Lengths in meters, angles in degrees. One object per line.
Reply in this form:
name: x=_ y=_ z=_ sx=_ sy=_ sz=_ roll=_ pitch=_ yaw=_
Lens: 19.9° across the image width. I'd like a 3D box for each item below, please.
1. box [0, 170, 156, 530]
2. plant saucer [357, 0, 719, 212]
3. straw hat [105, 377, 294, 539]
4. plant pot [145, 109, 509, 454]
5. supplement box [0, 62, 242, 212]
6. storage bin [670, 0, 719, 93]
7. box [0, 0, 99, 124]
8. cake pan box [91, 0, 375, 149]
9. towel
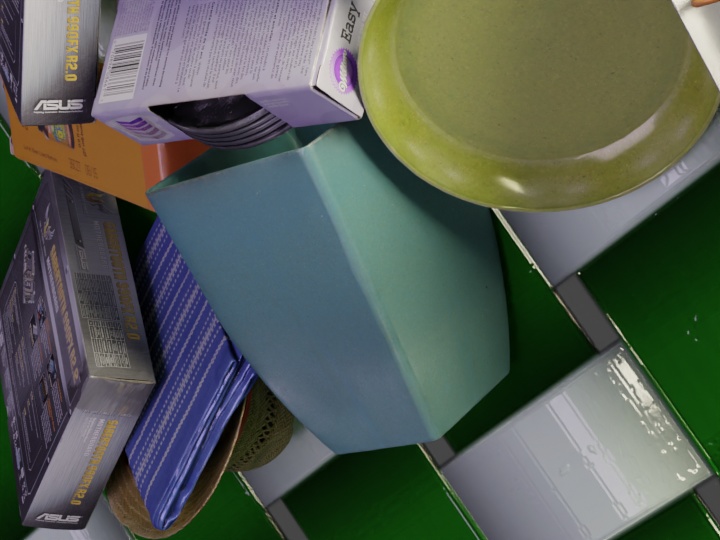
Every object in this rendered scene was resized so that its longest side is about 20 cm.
box: x=-0.203 y=0.052 z=1.419 sx=0.159 sy=0.048 sz=0.201 roll=-61 pitch=34 yaw=38
plant saucer: x=0.098 y=-0.117 z=1.110 sx=0.198 sy=0.031 sz=0.201 roll=2 pitch=133 yaw=2
straw hat: x=-0.091 y=0.095 z=1.380 sx=0.201 sy=0.085 sz=0.202 roll=-33 pitch=49 yaw=47
plant pot: x=0.000 y=0.000 z=1.239 sx=0.141 sy=0.141 sz=0.201 roll=-13 pitch=108 yaw=43
supplement box: x=-0.159 y=-0.093 z=1.346 sx=0.199 sy=0.069 sz=0.067 roll=20 pitch=122 yaw=46
storage bin: x=0.231 y=-0.141 z=0.962 sx=0.134 sy=0.145 sz=0.201 roll=-29 pitch=88 yaw=34
box: x=-0.207 y=-0.205 z=1.297 sx=0.200 sy=0.048 sz=0.159 roll=-124 pitch=36 yaw=-55
cake pan box: x=-0.061 y=-0.171 z=1.191 sx=0.183 sy=0.052 sz=0.201 roll=-6 pitch=65 yaw=42
towel: x=-0.124 y=0.058 z=1.351 sx=0.145 sy=0.024 sz=0.200 roll=-62 pitch=31 yaw=23
